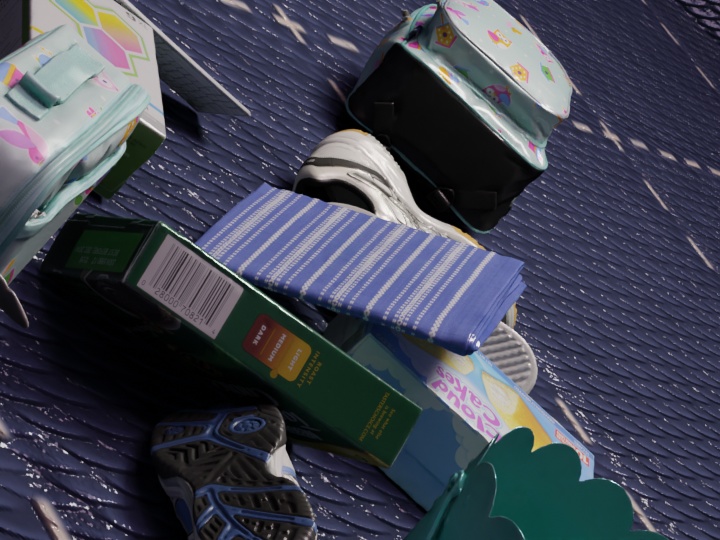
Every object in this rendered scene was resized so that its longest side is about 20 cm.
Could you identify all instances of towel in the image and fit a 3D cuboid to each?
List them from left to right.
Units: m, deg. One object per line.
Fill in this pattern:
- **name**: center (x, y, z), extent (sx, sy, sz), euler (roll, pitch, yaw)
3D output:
- **towel**: center (0.000, 0.000, 1.339), extent (0.199, 0.024, 0.145), euler (17, 25, 13)

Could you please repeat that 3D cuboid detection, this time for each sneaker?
- **sneaker**: center (-0.064, 0.130, 1.074), extent (0.200, 0.075, 0.078), euler (-112, -168, -64)
- **sneaker**: center (0.026, -0.009, 1.515), extent (0.200, 0.076, 0.088), euler (44, 35, 2)
- **sneaker**: center (0.032, 0.034, 1.454), extent (0.200, 0.074, 0.082), euler (41, -16, 6)

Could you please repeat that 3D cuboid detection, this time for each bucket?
- **bucket**: center (0.097, 0.206, 1.134), extent (0.207, 0.135, 0.208), euler (39, 21, -18)

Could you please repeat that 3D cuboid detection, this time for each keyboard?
- **keyboard**: center (-0.152, -0.161, 1.414), extent (0.056, 0.011, 0.200), euler (16, -17, 44)

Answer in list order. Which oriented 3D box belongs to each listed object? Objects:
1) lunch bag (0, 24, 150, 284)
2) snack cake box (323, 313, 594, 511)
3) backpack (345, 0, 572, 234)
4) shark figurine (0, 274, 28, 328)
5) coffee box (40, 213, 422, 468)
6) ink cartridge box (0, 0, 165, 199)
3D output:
- **lunch bag**: center (-0.181, -0.037, 0.994), extent (0.077, 0.160, 0.200), euler (43, 19, -7)
- **snack cake box**: center (0.062, 0.104, 1.353), extent (0.200, 0.067, 0.115), euler (42, 20, -11)
- **backpack**: center (0.089, -0.150, 1.773), extent (0.175, 0.154, 0.200), euler (38, 14, -8)
- **shark figurine**: center (-0.254, 0.018, 0.837), extent (0.128, 0.213, 0.090), euler (-156, -127, -64)
- **coffee box**: center (-0.072, 0.039, 1.157), extent (0.200, 0.044, 0.123), euler (37, -15, -28)
- **ink cartridge box**: center (-0.187, -0.143, 1.327), extent (0.104, 0.059, 0.200), euler (34, 23, -28)
